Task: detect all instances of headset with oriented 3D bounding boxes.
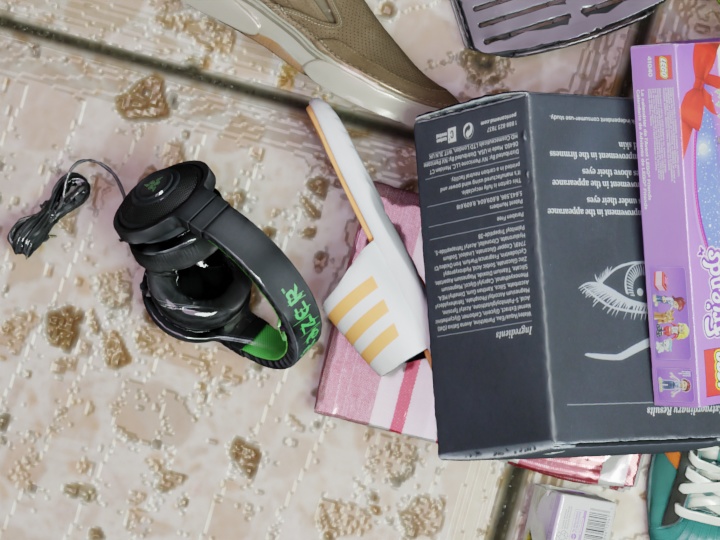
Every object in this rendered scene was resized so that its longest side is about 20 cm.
[{"bbox_3d":[-0.113,-0.003,1.748,0.200,0.124,0.094,32,64,32],"label":"headset"}]

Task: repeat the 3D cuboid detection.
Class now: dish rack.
[{"bbox_3d":[0.102,-0.231,1.759,0.153,0.055,0.200,-18,89,5],"label":"dish rack"}]

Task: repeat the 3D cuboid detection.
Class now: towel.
[{"bbox_3d":[0.084,0.040,1.778,0.200,0.023,0.144,15,89,3],"label":"towel"}]

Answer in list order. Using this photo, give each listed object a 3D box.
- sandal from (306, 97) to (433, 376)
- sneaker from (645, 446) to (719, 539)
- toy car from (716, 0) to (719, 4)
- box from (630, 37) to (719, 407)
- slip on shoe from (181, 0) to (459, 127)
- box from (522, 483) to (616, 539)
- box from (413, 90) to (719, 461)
[{"bbox_3d":[0.001,0.001,1.739,0.059,0.079,0.207,-27,79,2],"label":"sandal"},{"bbox_3d":[0.211,0.091,1.736,0.071,0.080,0.200,13,91,5],"label":"sneaker"},{"bbox_3d":[0.264,-0.237,1.708,0.200,0.175,0.150,-41,52,4],"label":"toy car"},{"bbox_3d":[0.218,-0.031,1.655,0.137,0.039,0.200,-7,95,-37],"label":"box"},{"bbox_3d":[-0.020,-0.147,1.762,0.200,0.076,0.061,31,99,11],"label":"slip on shoe"},{"bbox_3d":[0.106,0.227,1.761,0.041,0.039,0.200,11,92,-24],"label":"box"},{"bbox_3d":[0.122,0.006,1.682,0.148,0.104,0.200,2,82,-38],"label":"box"}]
